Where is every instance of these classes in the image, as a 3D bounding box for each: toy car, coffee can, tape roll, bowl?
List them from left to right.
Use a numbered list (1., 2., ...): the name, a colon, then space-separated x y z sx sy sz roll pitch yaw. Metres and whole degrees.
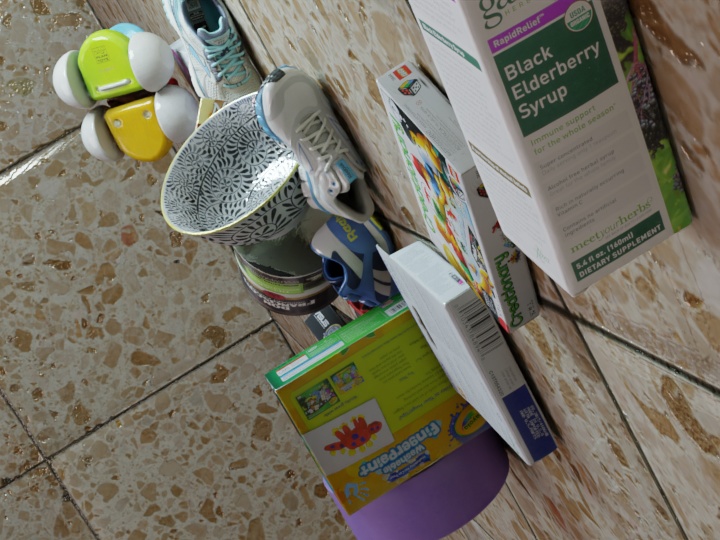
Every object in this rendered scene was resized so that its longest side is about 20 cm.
1. toy car: -0.318 -0.260 2.149 0.200 0.175 0.150 65 -154 -27
2. bowl: -0.114 -0.096 1.689 0.094 0.201 0.201 46 -178 -40
3. coffee can: -0.083 -0.038 1.844 0.146 0.146 0.200 57 172 12
4. tape roll: 0.063 0.225 1.739 0.085 0.200 0.200 62 172 -19

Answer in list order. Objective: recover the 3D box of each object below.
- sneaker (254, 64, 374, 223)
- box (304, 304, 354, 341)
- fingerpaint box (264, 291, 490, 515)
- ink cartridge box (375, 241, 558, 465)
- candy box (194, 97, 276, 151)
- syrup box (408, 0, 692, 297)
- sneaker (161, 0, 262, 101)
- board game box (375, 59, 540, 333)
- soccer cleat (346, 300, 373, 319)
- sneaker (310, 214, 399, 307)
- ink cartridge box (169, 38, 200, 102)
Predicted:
1. sneaker: -0.035 -0.125 1.546 0.087 0.075 0.200 36 164 46
2. box: 0.028 0.136 1.996 0.160 0.044 0.200 37 -173 -38
3. fingerpaint box: 0.026 0.135 1.631 0.167 0.200 0.073 60 173 -16
4. ink cartridge box: 0.103 0.069 1.483 0.197 0.043 0.200 61 174 -25
5. candy box: -0.135 -0.148 1.853 0.200 0.115 0.055 97 -178 -77
6. syrup box: 0.093 -0.094 0.769 0.081 0.079 0.200 49 167 53
7. sneaker: -0.175 -0.264 1.821 0.200 0.078 0.086 60 169 -9
8. board game box: 0.078 -0.054 1.180 0.126 0.035 0.200 53 170 40
9. soccer cleat: 0.040 0.084 1.869 0.200 0.069 0.085 60 -177 3
10. sneaker: 0.000 0.000 1.711 0.074 0.082 0.200 50 171 40
11. ink cartridge box: -0.203 -0.239 2.168 0.197 0.043 0.200 61 171 -18
